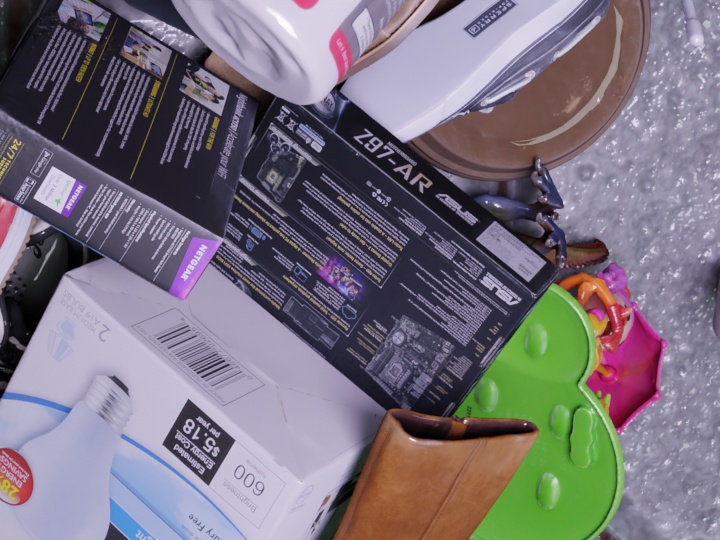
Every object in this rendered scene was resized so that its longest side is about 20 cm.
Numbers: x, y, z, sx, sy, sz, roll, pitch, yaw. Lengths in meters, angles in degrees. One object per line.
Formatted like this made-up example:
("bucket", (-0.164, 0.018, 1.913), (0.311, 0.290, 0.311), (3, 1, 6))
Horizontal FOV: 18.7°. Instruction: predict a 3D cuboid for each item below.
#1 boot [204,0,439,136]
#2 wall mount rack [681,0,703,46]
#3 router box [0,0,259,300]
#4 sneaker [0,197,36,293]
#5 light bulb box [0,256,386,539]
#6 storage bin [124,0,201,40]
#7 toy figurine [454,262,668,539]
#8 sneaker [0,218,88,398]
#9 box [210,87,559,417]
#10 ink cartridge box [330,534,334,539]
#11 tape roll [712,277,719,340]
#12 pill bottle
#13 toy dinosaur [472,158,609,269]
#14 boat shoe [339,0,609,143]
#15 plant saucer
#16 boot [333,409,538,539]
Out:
("boot", (-0.014, -0.162, 1.361), (0.200, 0.074, 0.075), (-39, 106, 15))
("wall mount rack", (0.177, -0.242, 1.381), (0.199, 0.074, 0.175), (27, 76, -25))
("router box", (-0.141, -0.080, 1.271), (0.149, 0.200, 0.051), (31, 115, -11))
("sneaker", (-0.268, -0.018, 1.306), (0.112, 0.071, 0.201), (11, 112, -37))
("light bulb box", (-0.118, 0.122, 1.335), (0.198, 0.125, 0.201), (39, 119, 17))
("storage bin", (-0.069, -0.216, 1.274), (0.134, 0.200, 0.146), (-25, 115, -18))
("toy figurine", (0.138, 0.059, 1.449), (0.149, 0.184, 0.201), (18, 120, 21))
("sneaker", (-0.222, 0.041, 1.370), (0.075, 0.088, 0.201), (11, 106, -22))
("box", (0.000, 0.000, 1.355), (0.200, 0.044, 0.161), (38, 125, 7))
("ink cartridge box", (-0.026, 0.159, 1.478), (0.145, 0.083, 0.201), (-16, 113, -12))
("tape roll", (0.340, 0.036, 1.485), (0.202, 0.203, 0.037), (0, 109, -18))
("pill bottle", (-0.003, -0.194, 1.147), (0.111, 0.111, 0.200), (47, 74, -26))
("toy dinosaur", (0.051, 0.005, 1.448), (0.181, 0.105, 0.200), (-26, 138, 20))
("boat shoe", (0.073, -0.130, 1.385), (0.200, 0.072, 0.068), (-39, 141, -5))
("plant saucer", (0.102, -0.151, 1.437), (0.199, 0.029, 0.201), (-6, 112, -15))
("boot", (0.049, 0.168, 1.322), (0.187, 0.069, 0.201), (12, 115, -33))
